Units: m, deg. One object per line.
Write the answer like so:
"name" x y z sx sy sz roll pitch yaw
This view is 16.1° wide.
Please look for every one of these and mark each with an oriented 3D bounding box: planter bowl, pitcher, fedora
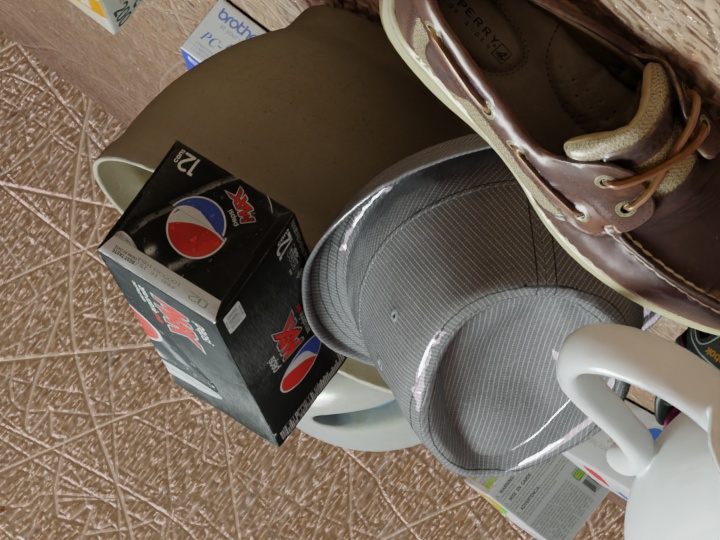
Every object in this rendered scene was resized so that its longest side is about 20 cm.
"planter bowl" -0.016 -0.048 1.292 0.200 0.135 0.200 33 168 8
"pitcher" 0.151 0.084 1.023 0.171 0.121 0.200 27 163 6
"fedora" 0.064 0.028 1.131 0.177 0.090 0.200 6 142 -14

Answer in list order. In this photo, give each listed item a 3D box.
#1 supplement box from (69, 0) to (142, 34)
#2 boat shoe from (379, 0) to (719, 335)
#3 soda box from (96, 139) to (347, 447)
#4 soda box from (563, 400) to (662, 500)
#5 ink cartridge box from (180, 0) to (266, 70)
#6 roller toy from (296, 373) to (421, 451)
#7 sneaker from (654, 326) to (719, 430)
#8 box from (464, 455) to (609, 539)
"supplement box" -0.196 -0.224 1.397 0.200 0.074 0.126 38 177 1
"boat shoe" 0.091 -0.048 0.927 0.200 0.072 0.072 45 176 -8
"soda box" -0.061 0.016 1.193 0.071 0.063 0.200 31 166 16
"soda box" 0.228 0.153 2.001 0.068 0.064 0.200 40 176 -26
"ink cartridge box" -0.020 -0.087 1.610 0.200 0.044 0.094 38 174 5
"roller toy" 0.000 0.000 1.446 0.182 0.200 0.140 26 172 23
"sneaker" 0.173 0.053 1.190 0.080 0.086 0.200 38 177 23
"box" 0.194 0.221 2.724 0.101 0.113 0.200 38 177 -3
